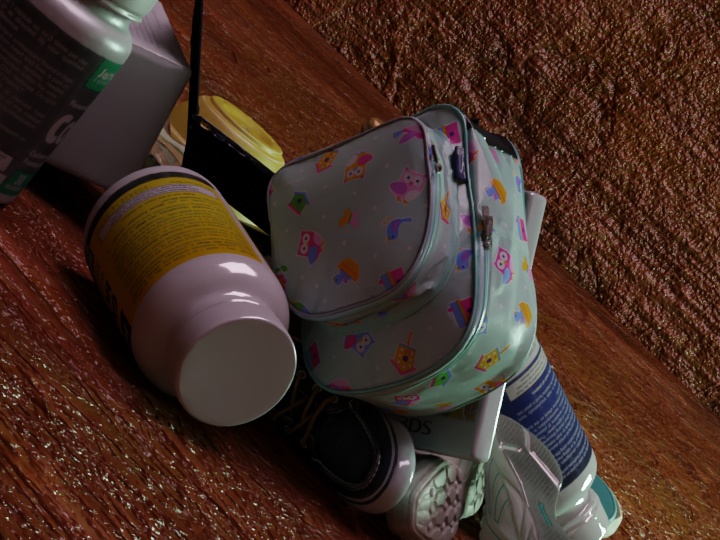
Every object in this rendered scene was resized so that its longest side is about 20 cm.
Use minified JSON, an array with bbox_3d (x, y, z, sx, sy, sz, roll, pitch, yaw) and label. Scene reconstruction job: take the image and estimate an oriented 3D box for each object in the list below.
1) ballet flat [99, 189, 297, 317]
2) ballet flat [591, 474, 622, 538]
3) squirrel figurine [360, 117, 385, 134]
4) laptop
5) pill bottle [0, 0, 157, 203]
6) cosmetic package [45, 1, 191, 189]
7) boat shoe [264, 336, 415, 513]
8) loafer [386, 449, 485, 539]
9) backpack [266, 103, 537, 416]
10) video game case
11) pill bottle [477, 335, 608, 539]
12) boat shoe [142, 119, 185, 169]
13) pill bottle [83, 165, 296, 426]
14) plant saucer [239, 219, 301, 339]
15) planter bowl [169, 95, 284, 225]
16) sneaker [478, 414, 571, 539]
[{"bbox_3d":[-0.119,-0.012,1.582,0.199,0.073,0.073,22,15,-19],"label":"ballet flat"},{"bbox_3d":[0.182,0.203,1.810,0.067,0.063,0.200,-12,31,-19],"label":"ballet flat"},{"bbox_3d":[0.047,-0.005,1.752,0.200,0.142,0.187,34,18,-21],"label":"squirrel figurine"},{"bbox_3d":[-0.086,-0.128,1.583,0.200,0.116,0.187,37,-11,-1],"label":"laptop"},{"bbox_3d":[-0.237,-0.157,1.409,0.113,0.200,0.113,39,10,-8],"label":"pill bottle"},{"bbox_3d":[-0.258,-0.178,1.568,0.199,0.123,0.200,23,16,-20],"label":"cosmetic package"},{"bbox_3d":[-0.037,0.105,1.435,0.091,0.071,0.200,30,9,-33],"label":"boat shoe"},{"bbox_3d":[0.045,0.168,1.487,0.069,0.070,0.200,6,1,15],"label":"loafer"},{"bbox_3d":[0.030,-0.002,1.386,0.153,0.175,0.201,16,59,-56],"label":"backpack"},{"bbox_3d":[0.049,0.034,1.483,0.023,0.201,0.182,19,-9,-40],"label":"video game case"},{"bbox_3d":[0.128,0.143,1.621,0.201,0.111,0.111,62,4,-17],"label":"pill bottle"},{"bbox_3d":[-0.194,-0.089,1.718,0.076,0.072,0.200,2,31,-32],"label":"boat shoe"},{"bbox_3d":[-0.116,0.018,1.357,0.112,0.113,0.200,33,12,-35],"label":"pill bottle"},{"bbox_3d":[-0.035,0.046,1.739,0.200,0.048,0.200,45,10,24],"label":"plant saucer"},{"bbox_3d":[-0.137,-0.115,1.952,0.200,0.084,0.200,39,10,-8],"label":"planter bowl"},{"bbox_3d":[0.115,0.192,1.482,0.070,0.080,0.201,27,32,-29],"label":"sneaker"}]
